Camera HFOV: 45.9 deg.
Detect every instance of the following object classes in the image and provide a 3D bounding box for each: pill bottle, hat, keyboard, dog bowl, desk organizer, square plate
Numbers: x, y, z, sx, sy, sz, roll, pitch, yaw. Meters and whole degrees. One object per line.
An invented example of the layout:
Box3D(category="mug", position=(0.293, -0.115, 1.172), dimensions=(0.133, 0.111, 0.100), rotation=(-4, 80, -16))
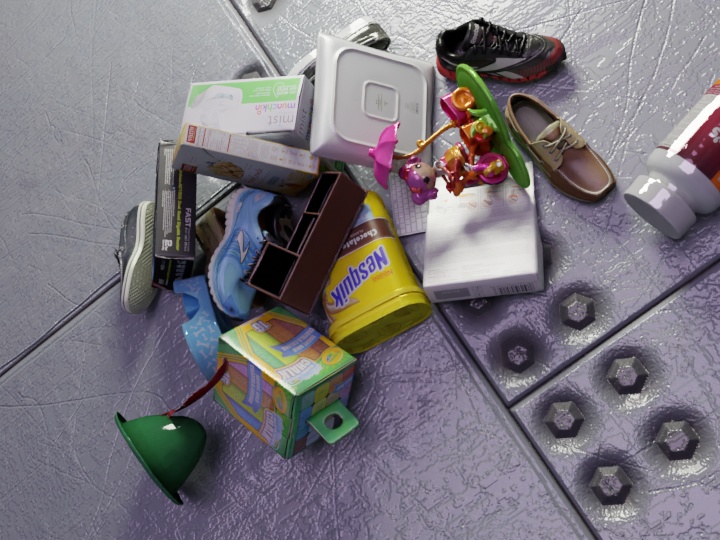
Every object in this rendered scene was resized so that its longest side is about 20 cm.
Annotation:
Box3D(category="pill bottle", position=(0.438, -0.143, 1.081), dimensions=(0.200, 0.110, 0.110), rotation=(-49, 62, 3))
Box3D(category="hat", position=(-0.242, 0.227, 1.248), dimensions=(0.176, 0.200, 0.166), rotation=(-37, 105, -13))
Box3D(category="keyboard", position=(0.071, -0.149, 1.297), dimensions=(0.056, 0.011, 0.200), rotation=(-12, 70, 20))
Box3D(category="dog bowl", position=(-0.230, 0.083, 1.283), dimensions=(0.050, 0.112, 0.200), rotation=(-25, 42, -2))
Box3D(category="desk organizer", position=(-0.074, -0.046, 1.199), dimensions=(0.072, 0.077, 0.200), rotation=(23, 85, 33))
Box3D(category="square plate", position=(0.026, -0.247, 1.264), dimensions=(0.028, 0.198, 0.200), rotation=(149, 127, -63))

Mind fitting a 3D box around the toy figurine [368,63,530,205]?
Box3D(category="toy figurine", position=(0.109, -0.159, 1.192), dimensions=(0.184, 0.150, 0.200), rotation=(-29, 78, -1))

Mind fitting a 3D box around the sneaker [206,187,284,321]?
Box3D(category="sneaker", position=(-0.158, -0.025, 1.229), dimensions=(0.090, 0.078, 0.200), rotation=(3, 78, 32))

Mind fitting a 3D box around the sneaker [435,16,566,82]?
Box3D(category="sneaker", position=(0.198, -0.325, 1.250), dimensions=(0.200, 0.098, 0.071), rotation=(6, 74, 23))

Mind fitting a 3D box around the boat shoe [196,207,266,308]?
Box3D(category="boat shoe", position=(-0.209, -0.009, 1.346), dimensions=(0.065, 0.071, 0.200), rotation=(-39, 55, 15))

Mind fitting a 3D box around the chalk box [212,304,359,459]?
Box3D(category="chalk box", position=(-0.092, 0.163, 1.180), dimensions=(0.200, 0.124, 0.124), rotation=(31, 128, 28))

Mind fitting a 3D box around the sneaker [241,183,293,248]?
Box3D(category="sneaker", position=(-0.153, -0.061, 1.332), dimensions=(0.083, 0.081, 0.200), rotation=(-45, 52, 30))

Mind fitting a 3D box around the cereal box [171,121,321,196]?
Box3D(category="cereal box", position=(-0.173, -0.161, 1.257), dimensions=(0.200, 0.144, 0.040), rotation=(11, 80, -16))

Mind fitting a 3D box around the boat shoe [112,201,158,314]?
Box3D(category="boat shoe", position=(-0.374, -0.020, 1.416), dimensions=(0.062, 0.075, 0.200), rotation=(-11, 65, 25))

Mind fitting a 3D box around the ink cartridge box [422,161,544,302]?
Box3D(category="ink cartridge box", position=(0.175, -0.054, 1.212), dimensions=(0.161, 0.050, 0.200), rotation=(-8, 52, 19))

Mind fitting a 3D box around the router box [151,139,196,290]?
Box3D(category="router box", position=(-0.297, -0.085, 1.353), dimensions=(0.062, 0.150, 0.200), rotation=(3, 69, -16))

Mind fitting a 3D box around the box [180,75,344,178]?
Box3D(category="box", position=(-0.145, -0.214, 1.317), dimensions=(0.200, 0.176, 0.097), rotation=(2, 73, 25))

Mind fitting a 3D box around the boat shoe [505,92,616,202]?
Box3D(category="boat shoe", position=(0.269, -0.174, 1.184), dimensions=(0.076, 0.074, 0.200), rotation=(-44, 62, 5))

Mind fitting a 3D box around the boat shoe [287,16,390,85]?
Box3D(category="boat shoe", position=(-0.041, -0.326, 1.368), dimensions=(0.200, 0.071, 0.064), rotation=(-40, 62, 6))

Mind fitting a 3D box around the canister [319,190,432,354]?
Box3D(category="canister", position=(0.000, 0.000, 1.239), dimensions=(0.148, 0.087, 0.200), rotation=(-29, 63, 15))
